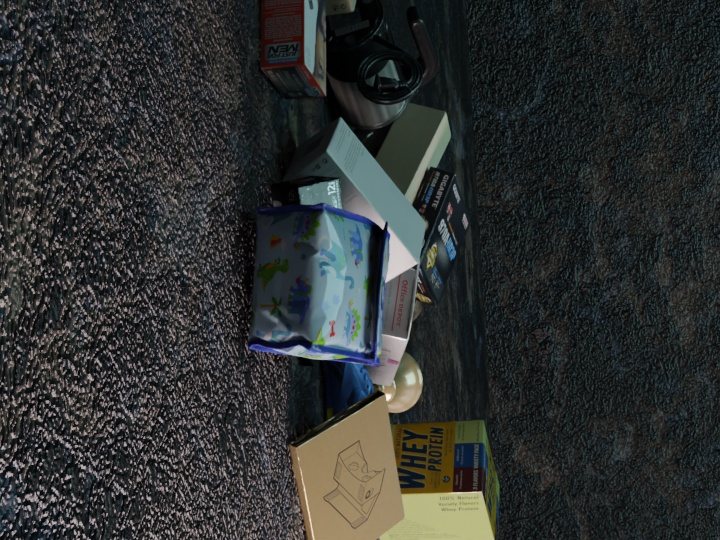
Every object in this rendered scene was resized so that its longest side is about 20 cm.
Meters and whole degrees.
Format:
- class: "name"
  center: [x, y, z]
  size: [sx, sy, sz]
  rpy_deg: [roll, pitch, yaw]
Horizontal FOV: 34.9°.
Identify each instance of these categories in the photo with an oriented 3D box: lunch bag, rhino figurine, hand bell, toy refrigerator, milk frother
- class: "lunch bag"
  center: [-0.030, 0.022, 1.364]
  size: [0.199, 0.126, 0.173]
  rpy_deg: [17, 77, -56]
- class: "rhino figurine"
  center: [0.037, -0.234, 1.827]
  size: [0.201, 0.059, 0.088]
  rpy_deg: [-55, 167, -12]
- class: "hand bell"
  center: [0.016, 0.185, 1.767]
  size: [0.199, 0.102, 0.106]
  rpy_deg: [-10, 97, -67]
- class: "toy refrigerator"
  center: [0.066, -0.154, 1.760]
  size: [0.202, 0.075, 0.070]
  rpy_deg: [-64, 156, -23]
- class: "milk frother"
  center: [0.022, -0.279, 1.693]
  size: [0.189, 0.177, 0.203]
  rpy_deg: [64, 30, -56]

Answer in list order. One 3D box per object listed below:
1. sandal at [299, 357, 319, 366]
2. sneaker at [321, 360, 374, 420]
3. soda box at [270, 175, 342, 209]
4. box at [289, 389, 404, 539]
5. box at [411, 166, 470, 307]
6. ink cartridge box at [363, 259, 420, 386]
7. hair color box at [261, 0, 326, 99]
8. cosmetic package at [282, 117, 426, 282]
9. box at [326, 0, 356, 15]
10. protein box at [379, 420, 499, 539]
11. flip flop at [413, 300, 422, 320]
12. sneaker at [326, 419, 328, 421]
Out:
- class: "sandal"
  center: [-0.056, 0.026, 1.538]
  size: [0.075, 0.047, 0.204]
  rpy_deg: [12, 76, -76]
- class: "sneaker"
  center: [-0.013, 0.146, 1.637]
  size: [0.066, 0.077, 0.204]
  rpy_deg: [-19, 103, -75]
- class: "soda box"
  center: [-0.059, -0.014, 1.451]
  size: [0.070, 0.063, 0.204]
  rpy_deg: [-15, 105, -35]
- class: "box"
  center: [-0.014, 0.281, 1.517]
  size: [0.162, 0.021, 0.203]
  rpy_deg: [-27, 118, -36]
- class: "box"
  center: [0.115, -0.049, 1.805]
  size: [0.200, 0.045, 0.161]
  rpy_deg: [59, 52, -67]
- class: "ink cartridge box"
  center: [0.036, 0.071, 1.670]
  size: [0.201, 0.066, 0.118]
  rpy_deg: [106, -6, -58]
- class: "hair color box"
  center: [-0.085, -0.337, 1.484]
  size: [0.111, 0.063, 0.204]
  rpy_deg: [44, 45, -73]
- class: "cosmetic package"
  center: [-0.003, -0.090, 1.540]
  size: [0.201, 0.084, 0.108]
  rpy_deg: [51, 27, -18]
- class: "box"
  center: [-0.060, -0.466, 1.594]
  size: [0.096, 0.076, 0.202]
  rpy_deg: [-81, 162, -45]
- class: "protein box"
  center: [0.122, 0.364, 1.901]
  size: [0.201, 0.195, 0.136]
  rpy_deg: [72, 19, -46]
- class: "flip flop"
  center: [0.071, 0.072, 1.928]
  size: [0.081, 0.057, 0.203]
  rpy_deg: [-107, -149, -77]
- class: "sneaker"
  center: [-0.025, 0.303, 1.586]
  size: [0.091, 0.069, 0.202]
  rpy_deg: [-62, 147, -45]
